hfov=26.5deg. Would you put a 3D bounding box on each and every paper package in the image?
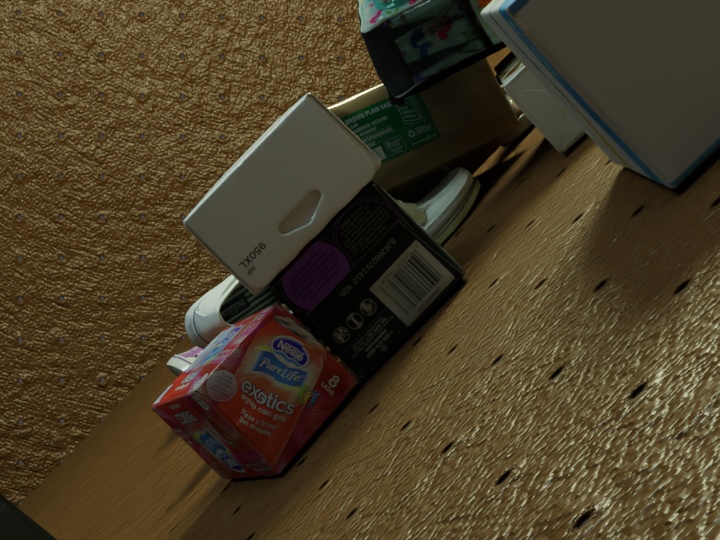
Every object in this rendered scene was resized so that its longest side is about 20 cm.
[{"bbox_3d":[0.036,-0.124,1.549,0.200,0.104,0.191,-26,-8,-21],"label":"paper package"}]

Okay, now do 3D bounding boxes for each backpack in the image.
[{"bbox_3d":[0.093,-0.264,1.398,0.199,0.151,0.178,-20,24,8],"label":"backpack"}]

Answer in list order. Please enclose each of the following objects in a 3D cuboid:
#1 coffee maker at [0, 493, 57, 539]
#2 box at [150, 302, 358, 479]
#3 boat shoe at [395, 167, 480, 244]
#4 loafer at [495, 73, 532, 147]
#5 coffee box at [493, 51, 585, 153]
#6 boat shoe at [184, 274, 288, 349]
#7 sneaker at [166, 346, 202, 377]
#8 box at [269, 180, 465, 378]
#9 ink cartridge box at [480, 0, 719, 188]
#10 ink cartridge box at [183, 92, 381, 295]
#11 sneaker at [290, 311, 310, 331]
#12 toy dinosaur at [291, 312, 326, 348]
[{"bbox_3d":[-0.440,0.300,1.768,0.192,0.200,0.135,-50,10,-25],"label":"coffee maker"},{"bbox_3d":[-0.091,0.103,1.251,0.100,0.095,0.200,-48,7,-19],"label":"box"},{"bbox_3d":[0.036,-0.036,1.451,0.200,0.068,0.075,-48,7,-24],"label":"boat shoe"},{"bbox_3d":[0.170,-0.197,1.651,0.072,0.063,0.200,-41,7,27],"label":"loafer"},{"bbox_3d":[0.186,-0.181,1.354,0.114,0.080,0.200,-42,7,9],"label":"coffee box"},{"bbox_3d":[-0.075,0.010,1.436,0.200,0.074,0.067,-44,13,-34],"label":"boat shoe"},{"bbox_3d":[-0.190,0.109,1.989,0.114,0.073,0.200,-43,6,-6],"label":"sneaker"},{"bbox_3d":[0.000,0.000,1.277,0.122,0.106,0.200,-45,7,2],"label":"box"},{"bbox_3d":[0.180,-0.159,0.951,0.147,0.146,0.200,-44,6,6],"label":"ink cartridge box"},{"bbox_3d":[-0.069,-0.062,1.253,0.145,0.084,0.200,-47,7,-3],"label":"ink cartridge box"},{"bbox_3d":[-0.110,0.097,1.541,0.082,0.077,0.200,-30,15,43],"label":"sneaker"},{"bbox_3d":[-0.055,0.081,1.418,0.200,0.060,0.106,-53,11,49],"label":"toy dinosaur"}]
